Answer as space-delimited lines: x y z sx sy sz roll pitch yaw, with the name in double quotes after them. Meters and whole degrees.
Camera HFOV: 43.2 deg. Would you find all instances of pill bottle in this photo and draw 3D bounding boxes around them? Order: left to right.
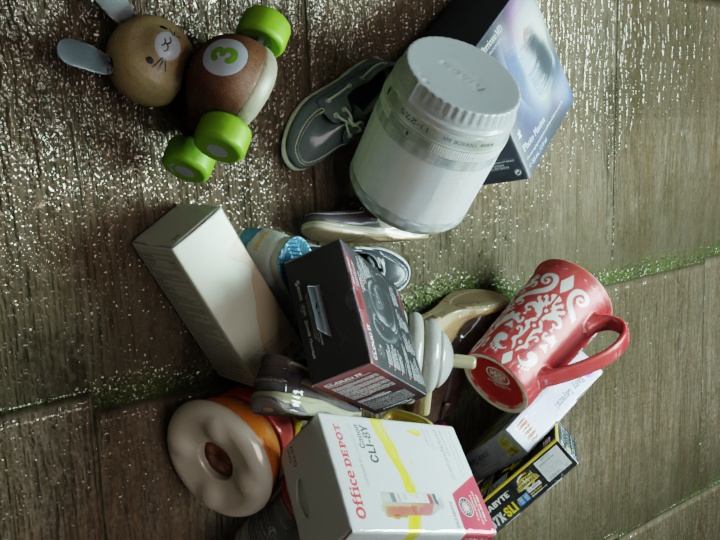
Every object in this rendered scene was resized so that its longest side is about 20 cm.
-0.085 0.322 1.060 0.114 0.114 0.200 15 121 -41 "pill bottle"

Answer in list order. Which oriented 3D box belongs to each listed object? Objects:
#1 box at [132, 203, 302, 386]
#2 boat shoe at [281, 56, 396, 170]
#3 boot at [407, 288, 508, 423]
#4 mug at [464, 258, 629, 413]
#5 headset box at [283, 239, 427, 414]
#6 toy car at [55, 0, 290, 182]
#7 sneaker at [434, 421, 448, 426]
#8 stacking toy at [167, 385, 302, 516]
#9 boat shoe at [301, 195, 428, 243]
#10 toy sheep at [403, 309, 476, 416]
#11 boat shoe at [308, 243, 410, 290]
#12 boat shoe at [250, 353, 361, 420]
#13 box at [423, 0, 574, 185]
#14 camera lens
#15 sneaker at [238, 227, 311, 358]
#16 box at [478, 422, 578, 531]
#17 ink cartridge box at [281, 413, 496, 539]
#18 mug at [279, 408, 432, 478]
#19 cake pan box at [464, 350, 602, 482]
-0.159 0.028 1.023 0.078 0.095 0.201 -44 123 -28 "box"
-0.020 -0.198 1.130 0.200 0.062 0.073 -47 123 -26 "boat shoe"
0.136 0.124 1.322 0.199 0.072 0.167 -19 120 -39 "boot"
0.257 0.092 1.268 0.200 0.177 0.134 -42 102 -28 "mug"
-0.006 0.066 1.028 0.200 0.077 0.149 36 35 -61 "headset box"
-0.199 -0.216 0.930 0.199 0.158 0.165 29 65 -27 "toy car"
0.082 0.287 1.263 0.200 0.080 0.075 -44 119 -58 "sneaker"
-0.116 0.182 1.080 0.200 0.146 0.147 -34 118 -51 "stacking toy"
0.007 -0.070 1.171 0.199 0.072 0.065 0 85 -38 "boat shoe"
0.050 0.114 1.181 0.199 0.138 0.139 4 95 -5 "toy sheep"
0.000 0.000 1.171 0.199 0.068 0.072 11 89 -41 "boat shoe"
-0.052 0.132 1.028 0.200 0.074 0.074 28 63 -64 "boat shoe"
0.178 -0.252 1.227 0.199 0.123 0.200 59 46 -28 "box"
0.086 -0.156 1.096 0.159 0.160 0.200 -18 148 -37 "camera lens"
-0.093 0.028 1.094 0.077 0.080 0.201 -48 144 -35 "sneaker"
0.230 0.288 1.278 0.160 0.049 0.200 -45 171 8 "box"
0.030 0.243 0.992 0.199 0.146 0.083 12 131 -35 "ink cartridge box"
0.005 0.257 1.156 0.149 0.153 0.187 28 78 -39 "mug"
0.250 0.217 1.348 0.200 0.184 0.052 -39 83 -29 "cake pan box"
